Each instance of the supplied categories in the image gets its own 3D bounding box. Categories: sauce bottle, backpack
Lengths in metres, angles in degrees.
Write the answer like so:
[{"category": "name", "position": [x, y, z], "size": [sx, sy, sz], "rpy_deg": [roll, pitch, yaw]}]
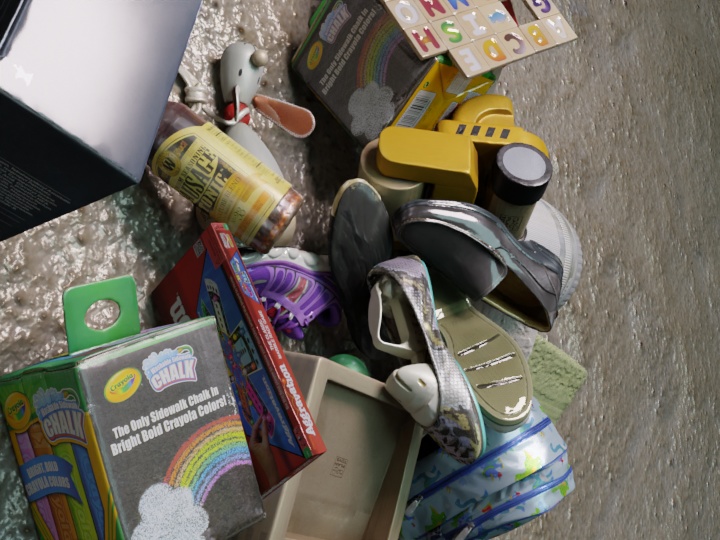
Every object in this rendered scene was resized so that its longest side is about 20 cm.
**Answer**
[{"category": "sauce bottle", "position": [-0.141, -0.095, 0.704], "size": [0.199, 0.066, 0.066], "rpy_deg": [35, 50, -4]}, {"category": "backpack", "position": [0.115, 0.204, 0.843], "size": [0.162, 0.201, 0.154], "rpy_deg": [-3, 46, -51]}]

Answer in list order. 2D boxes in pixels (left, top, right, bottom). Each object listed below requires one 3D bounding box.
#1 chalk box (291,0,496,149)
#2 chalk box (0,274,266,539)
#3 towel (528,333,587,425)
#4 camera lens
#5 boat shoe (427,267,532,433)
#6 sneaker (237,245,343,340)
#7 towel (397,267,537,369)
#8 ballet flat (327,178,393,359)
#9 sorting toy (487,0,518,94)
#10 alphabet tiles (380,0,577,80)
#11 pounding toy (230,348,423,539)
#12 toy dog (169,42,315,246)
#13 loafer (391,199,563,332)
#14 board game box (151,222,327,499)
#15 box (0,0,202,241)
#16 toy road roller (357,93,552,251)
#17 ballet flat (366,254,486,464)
[{"category": "chalk box", "position": [0.021, -0.226, 0.900], "size": [0.123, 0.125, 0.201], "rpy_deg": [0, 45, -51]}, {"category": "chalk box", "position": [-0.173, 0.108, 0.616], "size": [0.124, 0.123, 0.204], "rpy_deg": [-16, 92, -49]}, {"category": "towel", "position": [0.204, 0.151, 1.068], "size": [0.199, 0.036, 0.150], "rpy_deg": [28, 96, -41]}, {"category": "camera lens", "position": [0.158, -0.022, 1.010], "size": [0.198, 0.158, 0.163], "rpy_deg": [12, 71, -47]}, {"category": "boat shoe", "position": [0.099, 0.083, 0.806], "size": [0.073, 0.201, 0.069], "rpy_deg": [-12, 133, -19]}, {"category": "sneaker", "position": [-0.076, 0.022, 0.789], "size": [0.198, 0.080, 0.085], "rpy_deg": [7, 80, -49]}, {"category": "towel", "position": [0.114, 0.084, 0.906], "size": [0.035, 0.130, 0.203], "rpy_deg": [-91, -162, -74]}, {"category": "ballet flat", "position": [0.000, 0.000, 0.823], "size": [0.057, 0.065, 0.203], "rpy_deg": [-117, -164, -55]}, {"category": "sorting toy", "position": [0.106, -0.304, 0.957], "size": [0.201, 0.069, 0.199], "rpy_deg": [52, 0, 5]}, {"category": "alphabet tiles", "position": [0.106, -0.273, 0.835], "size": [0.198, 0.008, 0.169], "rpy_deg": [-25, 77, -32]}, {"category": "pounding toy", "position": [-0.038, 0.152, 0.774], "size": [0.183, 0.141, 0.203], "rpy_deg": [28, 71, -43]}, {"category": "toy dog", "position": [-0.096, -0.120, 0.784], "size": [0.131, 0.095, 0.204], "rpy_deg": [-22, 97, -50]}, {"category": "loafer", "position": [0.117, -0.005, 0.801], "size": [0.197, 0.073, 0.073], "rpy_deg": [22, 50, -21]}, {"category": "board game box", "position": [-0.102, 0.075, 0.666], "size": [0.019, 0.103, 0.202], "rpy_deg": [-3, 59, -48]}, {"category": "box", "position": [-0.220, -0.123, 0.558], "size": [0.107, 0.198, 0.151], "rpy_deg": [35, 56, -38]}, {"category": "toy road roller", "position": [0.094, -0.104, 0.857], "size": [0.196, 0.124, 0.148], "rpy_deg": [5, 52, -4]}, {"category": "ballet flat", "position": [0.047, 0.078, 0.744], "size": [0.071, 0.072, 0.203], "rpy_deg": [15, 48, -46]}]
